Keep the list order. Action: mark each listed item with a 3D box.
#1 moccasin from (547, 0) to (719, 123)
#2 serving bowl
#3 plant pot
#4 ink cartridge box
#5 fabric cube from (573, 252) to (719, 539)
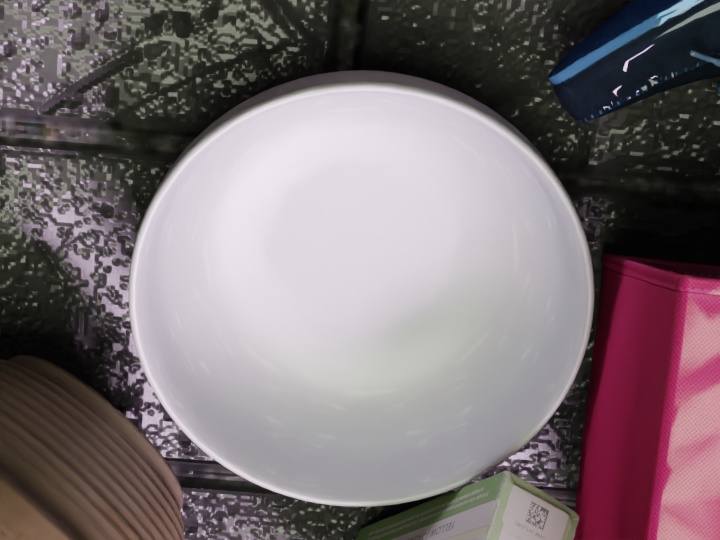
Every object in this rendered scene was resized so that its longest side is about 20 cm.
[{"bbox_3d":[0.174,-0.104,0.933,0.199,0.081,0.069,-27,103,14],"label":"moccasin"},{"bbox_3d":[0.000,0.000,0.996,0.198,0.066,0.202,0,118,0],"label":"serving bowl"},{"bbox_3d":[-0.145,0.103,1.011,0.201,0.200,0.093,49,66,-21],"label":"plant pot"},{"bbox_3d":[0.016,0.197,0.998,0.048,0.201,0.145,31,153,-16],"label":"ink cartridge box"},{"bbox_3d":[0.195,0.105,0.942,0.198,0.196,0.201,6,92,-3],"label":"fabric cube"}]
